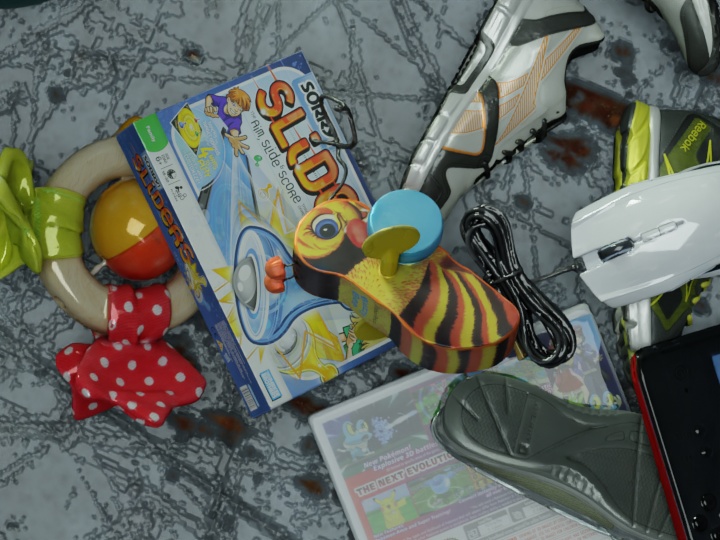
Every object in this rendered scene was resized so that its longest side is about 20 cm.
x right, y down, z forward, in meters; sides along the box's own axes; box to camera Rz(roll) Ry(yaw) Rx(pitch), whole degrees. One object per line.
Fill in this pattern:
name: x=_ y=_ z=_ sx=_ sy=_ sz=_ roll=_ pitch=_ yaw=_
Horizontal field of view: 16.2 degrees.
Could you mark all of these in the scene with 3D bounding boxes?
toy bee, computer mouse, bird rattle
toy bee: x=0.000 y=0.000 z=1.570 sx=0.108 sy=0.131 sz=0.200 roll=-33 pitch=46 yaw=-19
computer mouse: x=0.170 y=-0.019 z=1.579 sx=0.199 sy=0.044 sz=0.110 roll=-21 pitch=82 yaw=-9
bird rattle: x=-0.154 y=-0.006 z=1.624 sx=0.163 sy=0.113 sz=0.200 roll=-43 pitch=92 yaw=-17

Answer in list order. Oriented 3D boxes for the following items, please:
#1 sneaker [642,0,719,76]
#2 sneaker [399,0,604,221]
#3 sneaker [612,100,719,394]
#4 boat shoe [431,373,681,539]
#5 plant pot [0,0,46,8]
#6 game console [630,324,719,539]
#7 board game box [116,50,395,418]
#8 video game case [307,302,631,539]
sneaker: x=0.173 y=-0.211 z=1.646 sx=0.079 sy=0.074 sz=0.201 roll=-31 pitch=83 yaw=9
sneaker: x=0.088 y=-0.097 z=1.637 sx=0.080 sy=0.074 sz=0.201 roll=30 pitch=89 yaw=-2
sneaker: x=0.207 y=-0.010 z=1.634 sx=0.084 sy=0.074 sz=0.202 roll=0 pitch=89 yaw=-1
boat shoe: x=0.143 y=0.126 z=1.620 sx=0.201 sy=0.065 sz=0.075 roll=20 pitch=70 yaw=-5
plant pot: x=-0.237 y=-0.274 z=1.595 sx=0.199 sy=0.161 sz=0.202 roll=0 pitch=89 yaw=-1
game console: x=0.276 y=0.113 z=1.616 sx=0.199 sy=0.031 sz=0.178 roll=-15 pitch=90 yaw=-27
board game box: x=-0.053 y=-0.024 z=1.625 sx=0.135 sy=0.034 sz=0.201 roll=-26 pitch=89 yaw=-29
video game case: x=0.090 y=0.142 z=1.657 sx=0.199 sy=0.023 sz=0.183 roll=-22 pitch=89 yaw=0
